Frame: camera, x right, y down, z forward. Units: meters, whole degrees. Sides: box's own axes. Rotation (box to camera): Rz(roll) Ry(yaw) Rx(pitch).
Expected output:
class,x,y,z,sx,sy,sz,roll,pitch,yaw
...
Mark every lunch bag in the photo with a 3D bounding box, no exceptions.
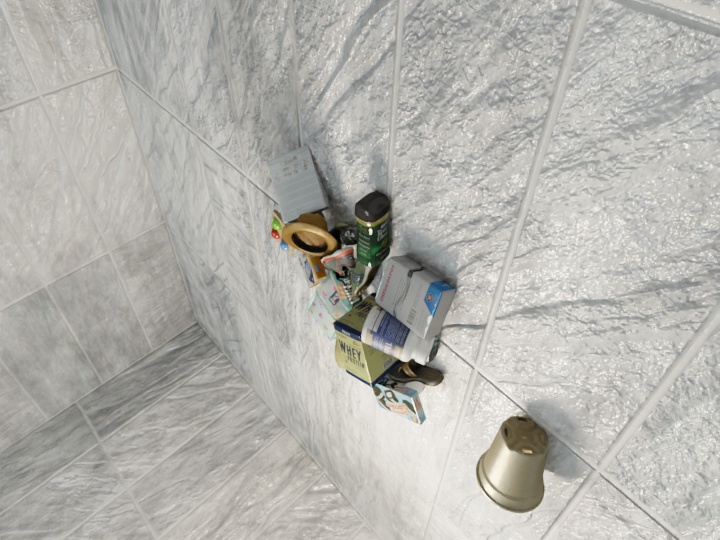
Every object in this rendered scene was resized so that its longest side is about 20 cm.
class,x,y,z,sx,sy,sz,roll,pitch,yaw
lunch bag,-0.091,0.126,1.914,0.172,0.120,0.202,50,134,19

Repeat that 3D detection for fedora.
class,x,y,z,sx,sy,sz,roll,pitch,yaw
fedora,-0.154,-0.122,1.662,0.193,0.085,0.202,9,156,4

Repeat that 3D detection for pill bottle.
class,x,y,z,sx,sy,sz,roll,pitch,yaw
pill bottle,0.108,0.190,1.506,0.194,0.112,0.113,22,141,16

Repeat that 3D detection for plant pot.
class,x,y,z,sx,sy,sz,roll,pitch,yaw
plant pot,0.428,0.512,1.434,0.198,0.197,0.189,33,132,35

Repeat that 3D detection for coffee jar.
class,x,y,z,sx,sy,sz,roll,pitch,yaw
coffee jar,0.035,-0.118,1.494,0.084,0.104,0.205,29,142,31

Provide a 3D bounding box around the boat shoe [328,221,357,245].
class,x,y,z,sx,sy,sz,roll,pitch,yaw
boat shoe,-0.035,-0.108,1.649,0.198,0.065,0.073,12,132,56

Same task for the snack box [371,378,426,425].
class,x,y,z,sx,sy,sz,roll,pitch,yaw
snack box,0.121,0.423,1.726,0.196,0.037,0.119,10,128,48

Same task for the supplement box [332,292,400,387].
class,x,y,z,sx,sy,sz,roll,pitch,yaw
supplement box,0.040,0.221,1.712,0.132,0.198,0.206,17,131,44

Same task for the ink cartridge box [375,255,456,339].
class,x,y,z,sx,sy,sz,roll,pitch,yaw
ink cartridge box,0.150,0.069,1.466,0.198,0.083,0.149,35,117,34

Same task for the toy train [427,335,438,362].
class,x,y,z,sx,sy,sz,roll,pitch,yaw
toy train,0.185,0.184,1.587,0.111,0.085,0.205,22,135,26

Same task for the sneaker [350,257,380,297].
class,x,y,z,sx,sy,sz,roll,pitch,yaw
sneaker,0.000,0.000,1.708,0.091,0.066,0.202,52,148,16

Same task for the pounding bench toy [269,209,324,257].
class,x,y,z,sx,sy,sz,roll,pitch,yaw
pounding bench toy,-0.219,-0.172,1.781,0.125,0.154,0.202,47,149,15

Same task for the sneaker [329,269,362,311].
class,x,y,z,sx,sy,sz,roll,pitch,yaw
sneaker,-0.045,0.058,1.802,0.204,0.070,0.080,60,160,12

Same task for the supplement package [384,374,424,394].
class,x,y,z,sx,sy,sz,roll,pitch,yaw
supplement package,0.115,0.360,1.822,0.197,0.113,0.112,26,140,39

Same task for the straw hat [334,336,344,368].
class,x,y,z,sx,sy,sz,roll,pitch,yaw
straw hat,-0.003,0.255,1.840,0.083,0.201,0.206,13,131,31

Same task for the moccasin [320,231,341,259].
class,x,y,z,sx,sy,sz,roll,pitch,yaw
moccasin,-0.121,-0.064,1.823,0.079,0.072,0.203,62,157,19

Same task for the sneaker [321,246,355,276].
class,x,y,z,sx,sy,sz,roll,pitch,yaw
sneaker,-0.069,-0.016,1.683,0.199,0.075,0.085,-23,86,68

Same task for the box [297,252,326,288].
class,x,y,z,sx,sy,sz,roll,pitch,yaw
box,-0.174,-0.011,1.852,0.123,0.040,0.200,68,160,6

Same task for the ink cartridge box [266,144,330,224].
class,x,y,z,sx,sy,sz,roll,pitch,yaw
ink cartridge box,-0.199,-0.273,1.685,0.157,0.057,0.207,-17,86,16

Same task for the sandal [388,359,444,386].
class,x,y,z,sx,sy,sz,roll,pitch,yaw
sandal,0.176,0.325,1.701,0.195,0.082,0.056,6,131,37
